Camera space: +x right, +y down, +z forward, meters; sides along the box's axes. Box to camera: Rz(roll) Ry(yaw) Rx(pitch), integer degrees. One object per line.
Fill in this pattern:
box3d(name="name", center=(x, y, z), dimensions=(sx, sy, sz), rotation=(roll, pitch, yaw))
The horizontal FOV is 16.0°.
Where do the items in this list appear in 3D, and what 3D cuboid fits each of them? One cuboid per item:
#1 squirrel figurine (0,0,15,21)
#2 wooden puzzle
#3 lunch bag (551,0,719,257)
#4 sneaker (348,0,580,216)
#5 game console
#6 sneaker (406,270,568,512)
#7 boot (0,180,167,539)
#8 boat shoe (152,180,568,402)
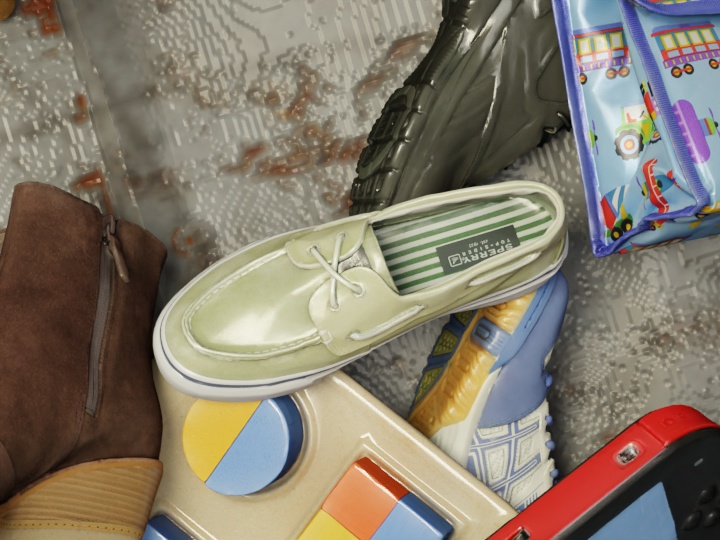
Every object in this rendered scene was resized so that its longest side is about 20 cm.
box3d(name="squirrel figurine", center=(-0.190, -0.239, 1.168), dimensions=(0.199, 0.142, 0.188), rotation=(26, 83, -7))
box3d(name="wooden puzzle", center=(-0.049, 0.133, 1.185), dimensions=(0.200, 0.046, 0.186), rotation=(39, 101, 13))
box3d(name="lunch bag", center=(0.166, -0.123, 1.205), dimensions=(0.150, 0.094, 0.202), rotation=(-11, 81, -29))
box3d(name="sneaker", center=(0.063, -0.078, 1.221), dimensions=(0.090, 0.076, 0.201), rotation=(28, 93, -14))
box3d(name="game console", center=(0.100, 0.164, 1.179), dimensions=(0.199, 0.177, 0.031), rotation=(-36, 49, -10))
box3d(name="sneaker", center=(0.065, 0.091, 1.228), dimensions=(0.088, 0.075, 0.201), rotation=(22, 98, -12))
box3d(name="boot", center=(-0.162, 0.041, 1.114), dimensions=(0.072, 0.199, 0.168), rotation=(-11, 67, 36))
box3d(name="boat shoe", center=(0.000, 0.000, 1.150), dimensions=(0.199, 0.062, 0.072), rotation=(-21, 72, -9))
